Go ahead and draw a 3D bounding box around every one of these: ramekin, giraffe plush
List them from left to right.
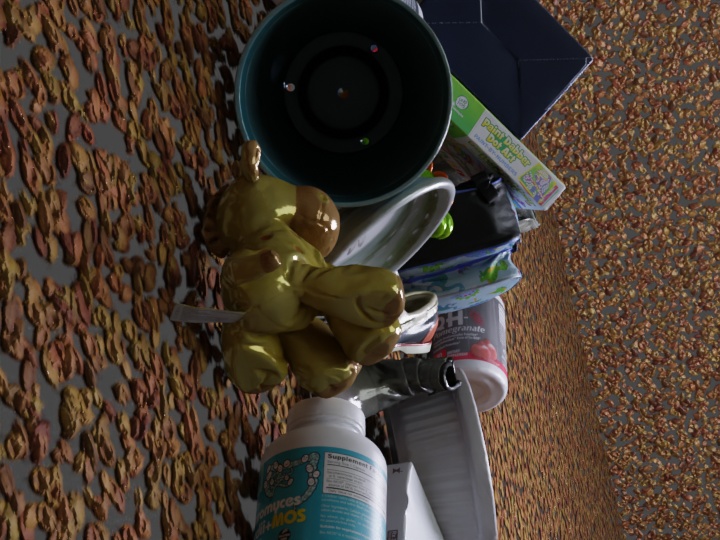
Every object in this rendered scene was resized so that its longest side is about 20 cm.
[{"bbox_3d":[-0.069,-0.009,1.078,0.199,0.173,0.163,21,41,-32],"label":"giraffe plush"},{"bbox_3d":[0.086,0.215,1.449,0.202,0.094,0.204,170,-90,-88],"label":"ramekin"}]

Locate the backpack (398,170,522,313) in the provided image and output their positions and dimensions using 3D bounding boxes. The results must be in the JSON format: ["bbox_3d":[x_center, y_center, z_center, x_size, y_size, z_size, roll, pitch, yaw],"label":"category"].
[{"bbox_3d":[0.109,-0.024,1.603,0.200,0.182,0.148,33,41,-84],"label":"backpack"}]

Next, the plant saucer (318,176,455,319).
[{"bbox_3d":[0.006,-0.034,1.295,0.050,0.200,0.200,49,9,14],"label":"plant saucer"}]

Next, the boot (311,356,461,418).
[{"bbox_3d":[0.030,0.114,1.323,0.200,0.130,0.068,-16,96,-74],"label":"boot"}]

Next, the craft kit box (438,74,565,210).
[{"bbox_3d":[0.141,-0.157,1.613,0.200,0.049,0.197,42,-8,-12],"label":"craft kit box"}]

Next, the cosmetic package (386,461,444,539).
[{"bbox_3d":[0.041,0.306,1.338,0.113,0.081,0.201,-81,154,-51],"label":"cosmetic package"}]

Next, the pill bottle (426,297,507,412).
[{"bbox_3d":[0.146,0.088,1.794,0.111,0.110,0.201,63,22,-46],"label":"pill bottle"}]

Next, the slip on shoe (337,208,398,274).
[{"bbox_3d":[0.000,0.000,1.414,0.200,0.075,0.061,70,23,-54],"label":"slip on shoe"}]

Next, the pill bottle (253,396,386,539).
[{"bbox_3d":[-0.033,0.208,1.078,0.111,0.110,0.201,62,23,-47],"label":"pill bottle"}]

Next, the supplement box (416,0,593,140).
[{"bbox_3d":[0.149,-0.275,1.608,0.200,0.134,0.200,43,-2,-9],"label":"supplement box"}]

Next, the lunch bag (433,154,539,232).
[{"bbox_3d":[0.162,-0.107,1.876,0.118,0.163,0.201,-93,163,-44],"label":"lunch bag"}]

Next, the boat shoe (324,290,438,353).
[{"bbox_3d":[0.021,0.054,1.365,0.199,0.071,0.063,0,108,-56],"label":"boat shoe"}]

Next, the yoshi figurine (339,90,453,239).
[{"bbox_3d":[0.019,-0.098,1.459,0.200,0.112,0.112,54,-35,23],"label":"yoshi figurine"}]

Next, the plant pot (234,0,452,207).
[{"bbox_3d":[-0.018,-0.172,1.262,0.188,0.199,0.202,-100,177,-80],"label":"plant pot"}]

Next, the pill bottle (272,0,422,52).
[{"bbox_3d":[-0.001,-0.276,1.406,0.200,0.119,0.120,43,37,-41],"label":"pill bottle"}]
